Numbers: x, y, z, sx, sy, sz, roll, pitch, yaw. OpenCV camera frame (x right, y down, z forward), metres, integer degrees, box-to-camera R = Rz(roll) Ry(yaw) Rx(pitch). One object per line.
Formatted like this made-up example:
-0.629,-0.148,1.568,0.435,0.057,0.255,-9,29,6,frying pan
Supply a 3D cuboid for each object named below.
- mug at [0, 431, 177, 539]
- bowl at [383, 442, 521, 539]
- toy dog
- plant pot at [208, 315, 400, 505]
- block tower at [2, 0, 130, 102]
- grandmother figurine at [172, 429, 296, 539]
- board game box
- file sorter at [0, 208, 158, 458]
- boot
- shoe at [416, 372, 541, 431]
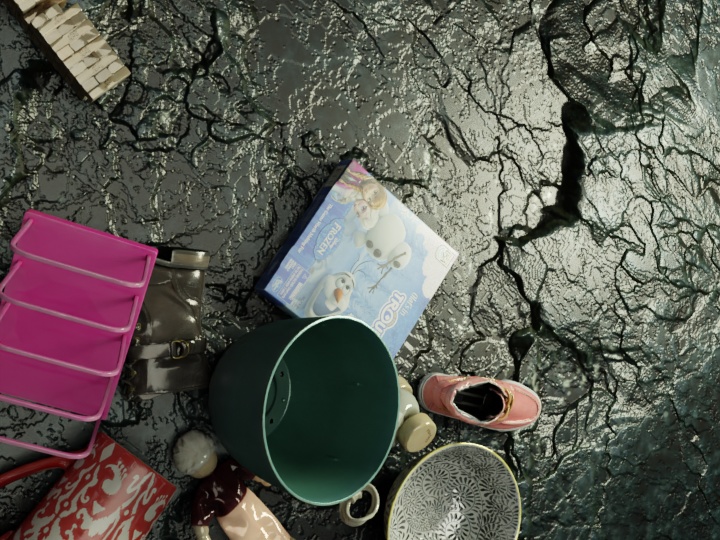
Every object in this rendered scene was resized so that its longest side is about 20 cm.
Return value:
-0.312,0.271,0.909,0.177,0.133,0.201,44,71,-22,mug
0.102,0.315,1.123,0.198,0.094,0.204,-2,93,-25,bowl
0.001,0.199,1.063,0.200,0.131,0.097,-46,138,-25,toy dog
-0.079,0.147,0.980,0.199,0.160,0.204,-2,93,-43,plant pot
-0.334,-0.275,0.921,0.054,0.058,0.201,-41,106,-18,block tower
-0.156,0.277,1.024,0.201,0.060,0.121,58,42,-13,grandmother figurine
0.000,0.000,1.093,0.199,0.043,0.201,39,76,-23,board game box
-0.303,0.067,0.864,0.137,0.126,0.202,17,103,-13,file sorter
-0.252,0.060,0.964,0.197,0.069,0.177,3,94,-23,boot
0.179,0.181,1.156,0.198,0.091,0.072,14,86,-25,shoe
